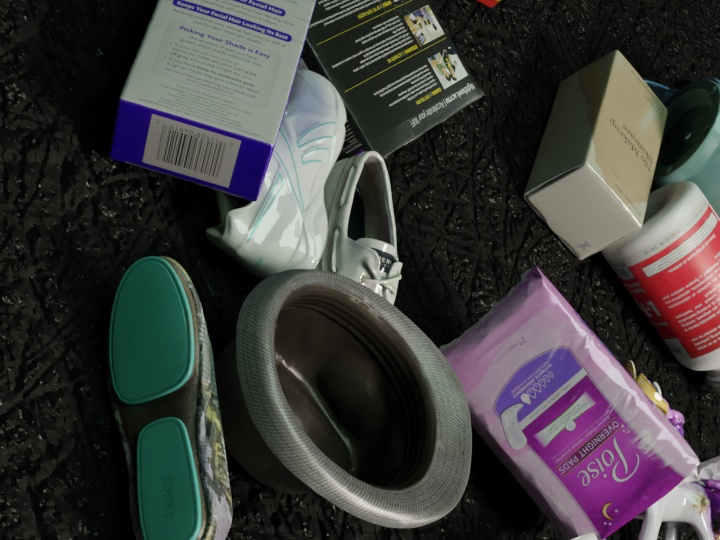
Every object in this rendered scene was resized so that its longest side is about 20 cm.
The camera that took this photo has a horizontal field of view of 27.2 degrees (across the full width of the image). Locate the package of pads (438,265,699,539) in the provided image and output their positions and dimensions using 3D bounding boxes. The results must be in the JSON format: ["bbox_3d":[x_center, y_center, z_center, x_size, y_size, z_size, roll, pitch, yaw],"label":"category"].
[{"bbox_3d":[0.153,0.108,1.151,0.200,0.120,0.076,50,5,0],"label":"package of pads"}]

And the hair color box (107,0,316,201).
[{"bbox_3d":[-0.100,-0.150,1.060,0.109,0.065,0.200,17,49,-5],"label":"hair color box"}]

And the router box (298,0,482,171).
[{"bbox_3d":[0.009,-0.175,1.247,0.149,0.051,0.200,60,37,-4],"label":"router box"}]

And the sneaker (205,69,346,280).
[{"bbox_3d":[-0.062,-0.081,1.091,0.080,0.070,0.201,29,46,-26],"label":"sneaker"}]

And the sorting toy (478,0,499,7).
[{"bbox_3d":[0.085,-0.369,1.449,0.200,0.070,0.199,19,53,-41],"label":"sorting toy"}]

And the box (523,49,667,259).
[{"bbox_3d":[0.231,-0.115,1.444,0.095,0.078,0.200,45,39,-21],"label":"box"}]

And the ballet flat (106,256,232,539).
[{"bbox_3d":[-0.117,0.091,0.929,0.072,0.072,0.201,16,55,-43],"label":"ballet flat"}]

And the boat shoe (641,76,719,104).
[{"bbox_3d":[0.364,-0.182,1.637,0.200,0.084,0.069,3,73,-51],"label":"boat shoe"}]

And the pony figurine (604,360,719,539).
[{"bbox_3d":[0.272,0.192,1.253,0.193,0.166,0.201,20,68,-29],"label":"pony figurine"}]

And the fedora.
[{"bbox_3d":[-0.025,0.094,0.999,0.200,0.090,0.177,30,46,-34],"label":"fedora"}]

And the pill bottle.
[{"bbox_3d":[0.330,0.022,1.441,0.200,0.112,0.112,53,37,-9],"label":"pill bottle"}]

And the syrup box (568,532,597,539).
[{"bbox_3d":[0.161,0.304,1.087,0.081,0.079,0.201,-8,73,-51],"label":"syrup box"}]

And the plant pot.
[{"bbox_3d":[0.368,-0.110,1.514,0.134,0.200,0.201,32,45,-21],"label":"plant pot"}]

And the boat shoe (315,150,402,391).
[{"bbox_3d":[0.000,0.000,1.110,0.072,0.066,0.201,29,47,-35],"label":"boat shoe"}]
